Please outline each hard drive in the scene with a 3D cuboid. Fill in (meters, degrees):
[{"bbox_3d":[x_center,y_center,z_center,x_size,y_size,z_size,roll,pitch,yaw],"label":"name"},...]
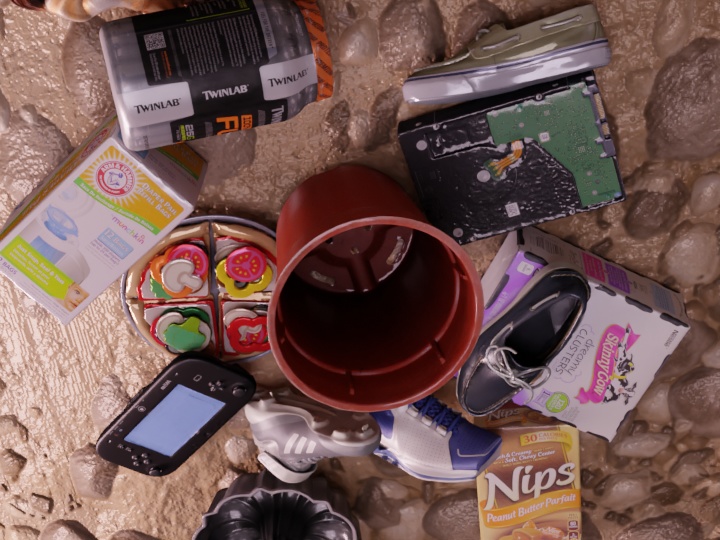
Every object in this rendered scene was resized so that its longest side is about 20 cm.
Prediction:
[{"bbox_3d":[0.151,-0.109,1.355,0.200,0.038,0.140,-15,118,12],"label":"hard drive"}]

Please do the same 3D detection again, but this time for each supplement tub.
[{"bbox_3d":[-0.132,-0.188,1.264,0.200,0.123,0.123,-13,119,-8],"label":"supplement tub"}]

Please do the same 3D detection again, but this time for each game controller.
[{"bbox_3d":[-0.206,0.160,1.506,0.104,0.042,0.200,20,128,-37],"label":"game controller"}]

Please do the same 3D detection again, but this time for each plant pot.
[{"bbox_3d":[0.000,0.000,1.323,0.200,0.195,0.201,-4,117,-8],"label":"plant pot"}]

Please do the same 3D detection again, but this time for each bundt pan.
[{"bbox_3d":[-0.092,0.309,1.583,0.202,0.076,0.202,1,119,2],"label":"bundt pan"}]

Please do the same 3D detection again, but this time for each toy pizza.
[{"bbox_3d":[-0.152,0.029,1.437,0.200,0.032,0.200,-2,127,-3],"label":"toy pizza"}]

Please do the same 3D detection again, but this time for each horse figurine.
[{"bbox_3d":[-0.246,-0.274,1.268,0.200,0.050,0.133,-9,142,-1],"label":"horse figurine"}]

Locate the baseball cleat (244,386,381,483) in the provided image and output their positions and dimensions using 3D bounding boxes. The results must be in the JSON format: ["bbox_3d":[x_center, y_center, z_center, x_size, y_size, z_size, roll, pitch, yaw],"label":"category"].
[{"bbox_3d":[-0.046,0.185,1.470,0.070,0.200,0.107,-23,115,-35],"label":"baseball cleat"}]

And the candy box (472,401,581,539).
[{"bbox_3d":[0.190,0.242,1.541,0.115,0.055,0.200,-3,119,6],"label":"candy box"}]

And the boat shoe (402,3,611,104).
[{"bbox_3d":[0.135,-0.203,1.296,0.200,0.072,0.062,-12,90,7],"label":"boat shoe"}]

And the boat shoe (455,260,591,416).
[{"bbox_3d":[0.162,0.080,1.366,0.075,0.062,0.200,33,117,-15],"label":"boat shoe"}]

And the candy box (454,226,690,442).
[{"bbox_3d":[0.214,0.066,1.431,0.200,0.072,0.168,23,118,-9],"label":"candy box"}]

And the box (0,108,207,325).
[{"bbox_3d":[-0.263,-0.060,1.370,0.200,0.101,0.112,-39,111,22],"label":"box"}]

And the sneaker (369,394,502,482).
[{"bbox_3d":[0.051,0.146,1.460,0.199,0.081,0.115,14,115,24],"label":"sneaker"}]
